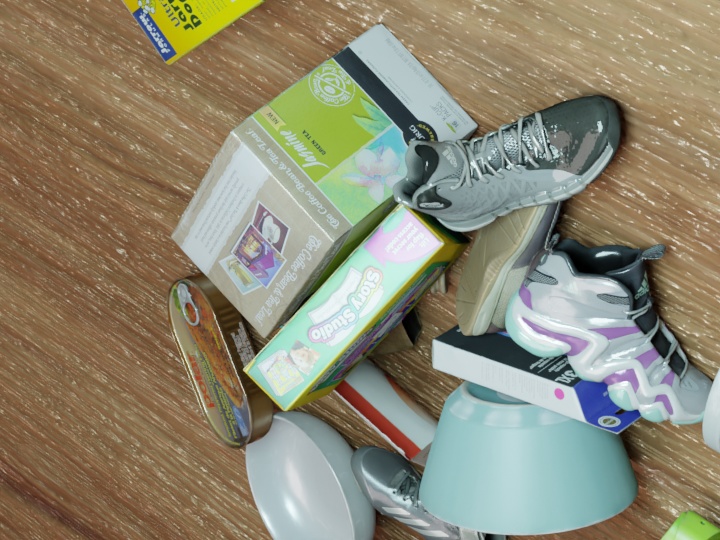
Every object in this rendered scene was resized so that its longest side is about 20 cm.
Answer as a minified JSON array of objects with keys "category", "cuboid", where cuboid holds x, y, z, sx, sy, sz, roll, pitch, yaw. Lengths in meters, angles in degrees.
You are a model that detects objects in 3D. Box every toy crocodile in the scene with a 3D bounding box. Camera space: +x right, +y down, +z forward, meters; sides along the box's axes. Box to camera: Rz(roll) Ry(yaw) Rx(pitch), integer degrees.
[{"category":"toy crocodile","cuboid":[0.293,0.284,1.738,0.067,0.062,0.200,41,147,14]}]

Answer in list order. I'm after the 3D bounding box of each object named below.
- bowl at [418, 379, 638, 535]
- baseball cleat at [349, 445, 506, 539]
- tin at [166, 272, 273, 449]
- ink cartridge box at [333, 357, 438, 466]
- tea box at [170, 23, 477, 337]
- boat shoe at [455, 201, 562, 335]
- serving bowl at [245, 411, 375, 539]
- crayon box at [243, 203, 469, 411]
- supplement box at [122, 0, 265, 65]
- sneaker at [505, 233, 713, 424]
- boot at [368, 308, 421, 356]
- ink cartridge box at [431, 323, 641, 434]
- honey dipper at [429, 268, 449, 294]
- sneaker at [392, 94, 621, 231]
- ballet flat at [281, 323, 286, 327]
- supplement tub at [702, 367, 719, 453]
[{"category":"bowl","cuboid":[0.149,0.152,1.687,0.200,0.200,0.106,11,112,44]},{"category":"baseball cleat","cuboid":[0.082,0.246,1.963,0.200,0.070,0.106,42,141,-5]},{"category":"tin","cuboid":[-0.157,0.099,2.072,0.112,0.042,0.201,-24,87,53]},{"category":"ink cartridge box","cuboid":[0.011,0.120,1.841,0.162,0.050,0.200,42,177,13]},{"category":"tea box","cuboid":[-0.035,-0.077,1.645,0.134,0.197,0.200,46,147,5]},{"category":"boat shoe","cuboid":[0.140,-0.021,1.614,0.072,0.065,0.201,-110,31,-43]},{"category":"serving bowl","cuboid":[-0.045,0.245,2.084,0.200,0.066,0.201,32,133,43]},{"category":"crayon box","cuboid":[0.000,0.029,1.649,0.058,0.200,0.173,44,-172,8]},{"category":"supplement box","cuboid":[-0.120,-0.277,1.627,0.110,0.109,0.200,55,147,-9]},{"category":"sneaker","cuboid":[0.232,0.038,1.555,0.199,0.078,0.140,25,124,-1]},{"category":"boot","cuboid":[0.000,0.000,1.811,0.075,0.074,0.200,-1,131,36]},{"category":"ink cartridge box","cuboid":[0.169,0.084,1.648,0.199,0.095,0.037,21,123,35]},{"category":"honey dipper","cuboid":[-0.016,0.002,1.760,0.199,0.038,0.038,1,130,11]},{"category":"sneaker","cuboid":[0.106,-0.087,1.497,0.200,0.115,0.075,-30,63,38]},{"category":"ballet flat","cuboid":[-0.093,0.005,1.886,0.200,0.068,0.068,28,131,59]},{"category":"supplement tub","cuboid":[0.375,0.122,1.404,0.200,0.140,0.141,28,141,30]}]
